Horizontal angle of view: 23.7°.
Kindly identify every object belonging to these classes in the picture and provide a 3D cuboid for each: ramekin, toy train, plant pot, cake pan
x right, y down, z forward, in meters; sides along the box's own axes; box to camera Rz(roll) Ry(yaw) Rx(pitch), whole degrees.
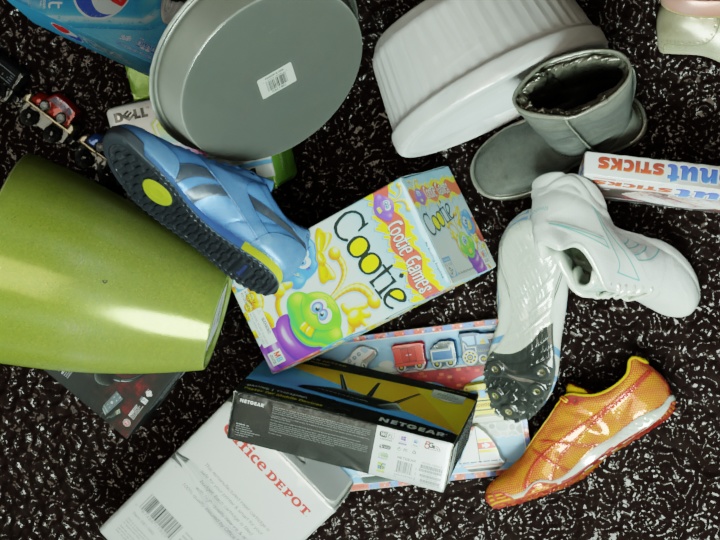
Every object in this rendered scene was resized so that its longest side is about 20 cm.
[{"bbox_3d":[0.102,-0.182,1.456,0.202,0.202,0.094,-29,82,16],"label":"ramekin"},{"bbox_3d":[-0.290,-0.146,1.630,0.200,0.034,0.046,37,94,4],"label":"toy train"},{"bbox_3d":[-0.219,0.014,1.499,0.200,0.187,0.187,16,104,1],"label":"plant pot"},{"bbox_3d":[-0.081,-0.172,1.445,0.200,0.200,0.037,-51,52,16],"label":"cake pan"}]

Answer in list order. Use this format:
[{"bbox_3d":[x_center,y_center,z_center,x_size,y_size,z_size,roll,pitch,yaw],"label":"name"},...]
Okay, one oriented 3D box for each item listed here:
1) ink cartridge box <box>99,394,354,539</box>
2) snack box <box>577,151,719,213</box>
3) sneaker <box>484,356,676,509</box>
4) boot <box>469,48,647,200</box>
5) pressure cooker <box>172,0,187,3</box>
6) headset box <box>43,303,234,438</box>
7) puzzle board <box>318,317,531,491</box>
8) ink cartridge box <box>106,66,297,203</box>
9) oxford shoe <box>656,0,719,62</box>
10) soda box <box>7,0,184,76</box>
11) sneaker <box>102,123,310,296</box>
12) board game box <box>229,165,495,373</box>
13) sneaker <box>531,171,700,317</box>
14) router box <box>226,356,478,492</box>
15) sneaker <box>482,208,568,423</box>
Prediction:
[{"bbox_3d":[-0.126,0.225,1.635,0.146,0.084,0.200,46,109,1],"label":"ink cartridge box"},{"bbox_3d":[0.289,-0.072,1.480,0.200,0.072,0.024,7,77,3],"label":"snack box"},{"bbox_3d":[0.194,0.150,1.571,0.200,0.073,0.077,-36,75,10],"label":"sneaker"},{"bbox_3d":[0.158,-0.120,1.445,0.182,0.200,0.073,-27,84,14],"label":"boot"},{"bbox_3d":[-0.121,-0.326,1.481,0.200,0.176,0.179,-33,95,17],"label":"pressure cooker"},{"bbox_3d":[-0.246,0.035,1.633,0.200,0.077,0.149,40,107,1],"label":"headset box"},{"bbox_3d":[0.055,0.129,1.615,0.200,0.017,0.151,-8,99,14],"label":"puzzle board"},{"bbox_3d":[-0.157,-0.164,1.573,0.148,0.076,0.200,-11,100,14],"label":"ink cartridge box"},{"bbox_3d":[0.352,-0.206,1.467,0.200,0.071,0.074,12,128,10],"label":"oxford shoe"},{"bbox_3d":[-0.221,-0.228,1.543,0.200,0.068,0.064,25,83,23],"label":"soda box"},{"bbox_3d":[-0.128,-0.066,1.455,0.200,0.079,0.066,39,150,-13],"label":"sneaker"},{"bbox_3d":[0.000,0.000,1.530,0.200,0.105,0.103,-28,86,28],"label":"board game box"},{"bbox_3d":[0.216,-0.002,1.489,0.200,0.080,0.070,33,142,-27],"label":"sneaker"},{"bbox_3d":[-0.004,0.131,1.543,0.200,0.149,0.051,13,105,9],"label":"router box"},{"bbox_3d":[0.155,0.041,1.549,0.072,0.072,0.200,12,110,20],"label":"sneaker"}]
